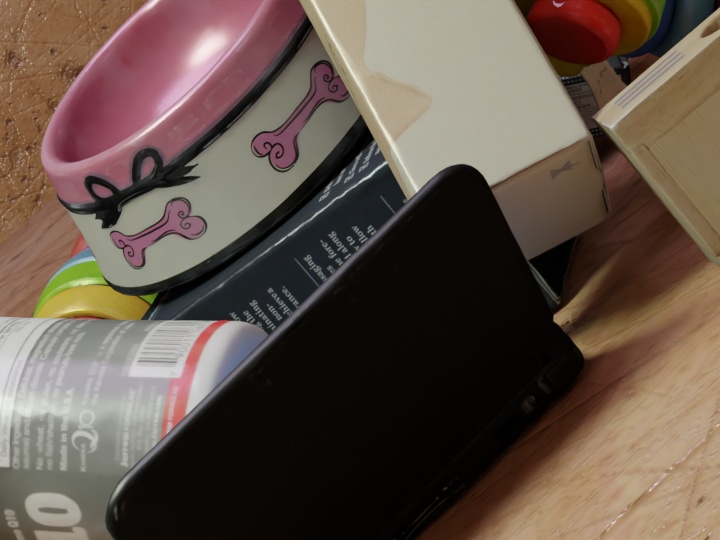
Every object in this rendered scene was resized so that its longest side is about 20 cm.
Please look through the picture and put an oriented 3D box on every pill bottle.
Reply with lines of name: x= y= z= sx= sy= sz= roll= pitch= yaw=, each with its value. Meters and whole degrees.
pill bottle: x=-0.141 y=0.079 z=1.143 sx=0.200 sy=0.114 sz=0.114 roll=0 pitch=28 yaw=19

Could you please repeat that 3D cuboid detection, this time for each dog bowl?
dog bowl: x=-0.075 y=-0.085 z=1.231 sx=0.200 sy=0.074 sz=0.200 roll=-34 pitch=25 yaw=19

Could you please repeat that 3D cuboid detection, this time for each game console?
game console: x=-0.019 y=0.064 z=1.016 sx=0.200 sy=0.116 sz=0.176 roll=-43 pitch=12 yaw=-14

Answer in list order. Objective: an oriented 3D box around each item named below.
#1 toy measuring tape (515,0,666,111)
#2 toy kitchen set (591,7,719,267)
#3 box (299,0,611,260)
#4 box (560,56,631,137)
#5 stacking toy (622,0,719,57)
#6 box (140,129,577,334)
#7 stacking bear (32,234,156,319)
toy measuring tape: x=0.120 y=-0.108 z=1.125 sx=0.074 sy=0.200 sz=0.074 roll=-17 pitch=52 yaw=23
toy kitchen set: x=0.155 y=-0.133 z=1.068 sx=0.180 sy=0.163 sz=0.200 roll=-41 pitch=11 yaw=2
box: x=0.027 y=-0.101 z=1.074 sx=0.078 sy=0.200 sz=0.095 roll=-28 pitch=-24 yaw=0
box: x=0.038 y=-0.118 z=1.351 sx=0.200 sy=0.044 sz=0.160 roll=-11 pitch=39 yaw=3
stacking toy: x=0.107 y=-0.136 z=1.203 sx=0.200 sy=0.085 sz=0.085 roll=-8 pitch=-2 yaw=-22
box: x=0.000 y=0.000 z=1.221 sx=0.200 sy=0.107 sz=0.148 roll=-35 pitch=13 yaw=24
stacking bear: x=-0.157 y=0.055 z=1.553 sx=0.121 sy=0.114 sz=0.200 roll=-35 pitch=17 yaw=27
